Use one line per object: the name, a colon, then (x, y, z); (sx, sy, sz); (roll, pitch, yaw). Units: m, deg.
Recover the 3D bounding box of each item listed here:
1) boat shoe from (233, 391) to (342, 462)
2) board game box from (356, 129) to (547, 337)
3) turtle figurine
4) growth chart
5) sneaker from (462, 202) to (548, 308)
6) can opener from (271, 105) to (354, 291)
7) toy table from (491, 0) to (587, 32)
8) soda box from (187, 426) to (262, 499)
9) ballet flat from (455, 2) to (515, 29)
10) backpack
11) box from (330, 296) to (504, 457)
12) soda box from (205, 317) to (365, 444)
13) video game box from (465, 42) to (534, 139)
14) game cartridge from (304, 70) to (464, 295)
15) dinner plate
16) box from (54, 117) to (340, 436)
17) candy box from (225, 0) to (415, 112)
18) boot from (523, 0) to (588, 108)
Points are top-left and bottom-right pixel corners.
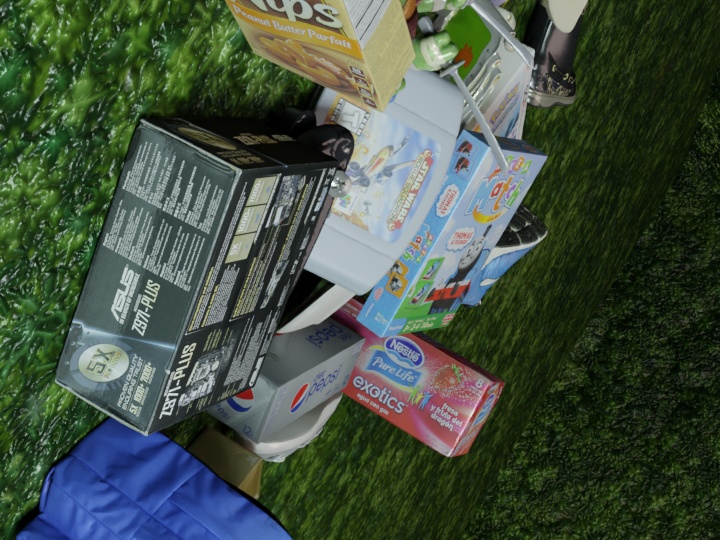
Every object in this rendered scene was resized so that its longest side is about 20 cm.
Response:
boat shoe: (-0.081, 0.165, 1.262); (0.069, 0.072, 0.200); (-68, 171, 18)
board game box: (0.088, -0.033, 1.131); (0.151, 0.036, 0.201); (-4, 126, -61)
turtle figurine: (0.062, -0.210, 0.909); (0.144, 0.199, 0.195); (-43, 143, -36)
growth chart: (0.068, -0.164, 1.104); (0.018, 0.145, 0.201); (21, 110, -37)
sneaker: (0.124, -0.015, 1.313); (0.199, 0.079, 0.089); (-28, 155, -34)
can opener: (-0.060, -0.029, 0.972); (0.063, 0.079, 0.202); (12, 103, -35)
toy table: (0.195, -0.330, 1.139); (0.201, 0.116, 0.185); (-58, -152, 37)
soda box: (-0.171, 0.239, 1.094); (0.200, 0.067, 0.064); (-48, 157, -40)
ballet flat: (0.139, -0.280, 1.229); (0.201, 0.067, 0.067); (-59, 163, -13)
backpack: (-0.155, 0.242, 0.927); (0.168, 0.199, 0.163); (-47, 158, -41)
box: (0.045, 0.111, 1.308); (0.096, 0.199, 0.100); (-61, 163, 2)
soda box: (-0.071, 0.099, 1.176); (0.200, 0.068, 0.064); (-23, 139, -63)
video game box: (0.116, -0.125, 1.304); (0.200, 0.047, 0.183); (-52, 158, -26)
game cartridge: (0.003, -0.088, 1.026); (0.201, 0.132, 0.042); (-64, -167, 2)
dinner plate: (0.000, 0.000, 1.157); (0.200, 0.024, 0.200); (-42, -177, 2)
box: (-0.115, -0.003, 0.873); (0.164, 0.086, 0.201); (-19, 133, -66)
candy box: (-0.037, -0.186, 0.781); (0.056, 0.115, 0.200); (-60, 163, -9)
boot: (0.256, -0.293, 1.541); (0.203, 0.073, 0.155); (-29, 140, -63)
